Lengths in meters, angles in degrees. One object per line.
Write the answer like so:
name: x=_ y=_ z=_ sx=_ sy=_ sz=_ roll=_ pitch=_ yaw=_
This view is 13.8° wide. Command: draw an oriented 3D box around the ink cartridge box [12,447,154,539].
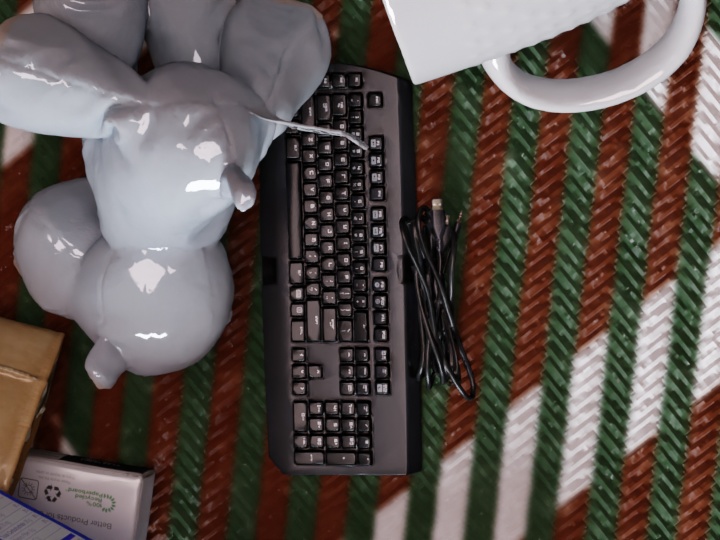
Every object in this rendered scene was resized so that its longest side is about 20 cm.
ink cartridge box: x=-0.163 y=0.189 z=1.473 sx=0.094 sy=0.037 sz=0.201 roll=9 pitch=93 yaw=9

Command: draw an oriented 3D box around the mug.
mug: x=0.090 y=-0.162 z=1.368 sx=0.175 sy=0.148 sz=0.200 roll=-20 pitch=121 yaw=3

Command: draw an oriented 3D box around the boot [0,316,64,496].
boot: x=-0.240 y=0.012 z=1.450 sx=0.199 sy=0.066 sz=0.176 roll=18 pitch=73 yaw=1

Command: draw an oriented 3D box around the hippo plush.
hippo plush: x=-0.083 y=-0.038 z=1.410 sx=0.200 sy=0.159 sz=0.161 roll=30 pitch=130 yaw=29

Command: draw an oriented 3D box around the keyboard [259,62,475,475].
keyboard: x=0.000 y=0.000 z=1.433 sx=0.104 sy=0.040 sz=0.201 roll=-2 pitch=94 yaw=10

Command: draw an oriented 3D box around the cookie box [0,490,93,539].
cookie box: x=-0.165 y=0.205 z=1.367 sx=0.200 sy=0.075 sz=0.172 roll=27 pitch=99 yaw=7
